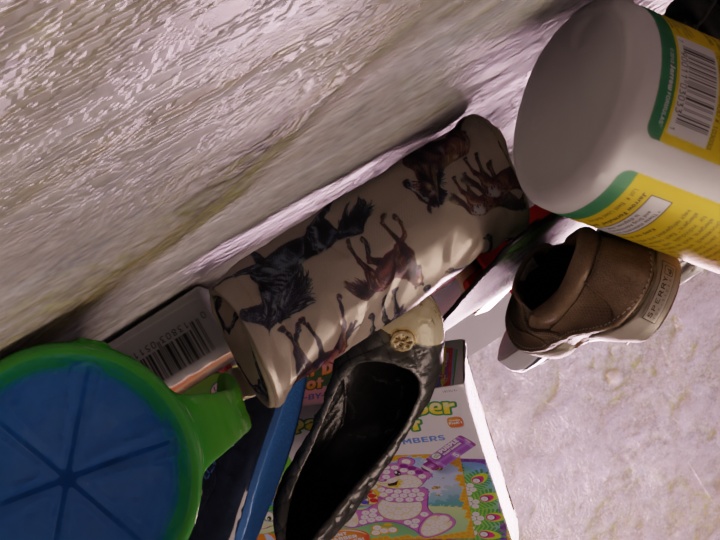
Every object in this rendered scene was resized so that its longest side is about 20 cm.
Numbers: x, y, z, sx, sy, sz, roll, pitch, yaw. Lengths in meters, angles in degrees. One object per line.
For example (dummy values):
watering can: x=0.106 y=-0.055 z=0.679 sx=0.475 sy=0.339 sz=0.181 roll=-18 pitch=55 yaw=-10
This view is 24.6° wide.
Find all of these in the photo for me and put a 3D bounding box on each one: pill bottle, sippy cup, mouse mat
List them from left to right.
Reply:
sippy cup: x=-0.155 y=0.104 z=0.871 sx=0.130 sy=0.177 sz=0.141 roll=174 pitch=-68 yaw=-79
mouse mat: x=0.122 y=-0.022 z=1.009 sx=0.160 sy=0.008 sz=0.200 roll=-33 pitch=172 yaw=-20
pill bottle: x=0.189 y=-0.057 z=0.862 sx=0.199 sy=0.114 sz=0.113 roll=18 pitch=150 yaw=-23

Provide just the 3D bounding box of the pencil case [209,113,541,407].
pencil case: x=0.005 y=-0.003 z=0.936 sx=0.199 sy=0.078 sz=0.090 roll=-34 pitch=146 yaw=-14

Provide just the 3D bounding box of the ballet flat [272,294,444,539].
ballet flat: x=0.001 y=0.098 z=1.016 sx=0.057 sy=0.066 sz=0.201 roll=-79 pitch=-168 yaw=-63

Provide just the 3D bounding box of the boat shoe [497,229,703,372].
boat shoe: x=0.161 y=0.018 z=1.066 sx=0.200 sy=0.070 sz=0.071 roll=-49 pitch=-166 yaw=46

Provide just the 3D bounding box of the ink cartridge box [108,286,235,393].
ink cartridge box: x=-0.141 y=0.076 z=1.053 sx=0.162 sy=0.050 sz=0.200 roll=-32 pitch=171 yaw=2

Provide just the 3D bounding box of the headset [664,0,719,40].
headset: x=0.196 y=-0.116 z=0.962 sx=0.123 sy=0.094 sz=0.200 roll=-29 pitch=168 yaw=-27

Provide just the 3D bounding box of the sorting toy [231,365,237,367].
sorting toy: x=-0.093 y=0.133 z=1.281 sx=0.180 sy=0.107 sz=0.201 roll=-36 pitch=-152 yaw=37

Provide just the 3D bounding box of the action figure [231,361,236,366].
action figure: x=-0.109 y=0.140 z=1.526 sx=0.192 sy=0.105 sz=0.200 roll=-23 pitch=174 yaw=14

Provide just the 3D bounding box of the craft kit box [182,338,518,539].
craft kit box: x=-0.005 y=0.137 z=1.128 sx=0.198 sy=0.198 sz=0.049 roll=-9 pitch=-138 yaw=12

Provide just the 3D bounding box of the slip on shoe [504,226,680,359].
slip on shoe: x=0.116 y=0.010 z=0.960 sx=0.077 sy=0.060 sz=0.200 roll=-68 pitch=-168 yaw=-6

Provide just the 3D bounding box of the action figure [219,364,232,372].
action figure: x=-0.173 y=0.141 z=1.224 sx=0.199 sy=0.099 sz=0.065 roll=-29 pitch=174 yaw=-1

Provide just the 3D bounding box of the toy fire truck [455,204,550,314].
toy fire truck: x=0.117 y=-0.009 z=1.188 sx=0.141 sy=0.049 sz=0.200 roll=-35 pitch=164 yaw=-16

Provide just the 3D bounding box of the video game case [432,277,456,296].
video game case: x=0.043 y=0.014 z=1.272 sx=0.143 sy=0.017 sz=0.200 roll=-35 pitch=175 yaw=-19

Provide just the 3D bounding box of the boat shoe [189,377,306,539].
boat shoe: x=-0.090 y=0.129 z=1.010 sx=0.084 sy=0.068 sz=0.201 roll=-9 pitch=121 yaw=-78

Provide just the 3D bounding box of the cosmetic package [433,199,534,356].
cosmetic package: x=0.107 y=0.002 z=1.420 sx=0.199 sy=0.052 sz=0.151 roll=-35 pitch=-156 yaw=23
